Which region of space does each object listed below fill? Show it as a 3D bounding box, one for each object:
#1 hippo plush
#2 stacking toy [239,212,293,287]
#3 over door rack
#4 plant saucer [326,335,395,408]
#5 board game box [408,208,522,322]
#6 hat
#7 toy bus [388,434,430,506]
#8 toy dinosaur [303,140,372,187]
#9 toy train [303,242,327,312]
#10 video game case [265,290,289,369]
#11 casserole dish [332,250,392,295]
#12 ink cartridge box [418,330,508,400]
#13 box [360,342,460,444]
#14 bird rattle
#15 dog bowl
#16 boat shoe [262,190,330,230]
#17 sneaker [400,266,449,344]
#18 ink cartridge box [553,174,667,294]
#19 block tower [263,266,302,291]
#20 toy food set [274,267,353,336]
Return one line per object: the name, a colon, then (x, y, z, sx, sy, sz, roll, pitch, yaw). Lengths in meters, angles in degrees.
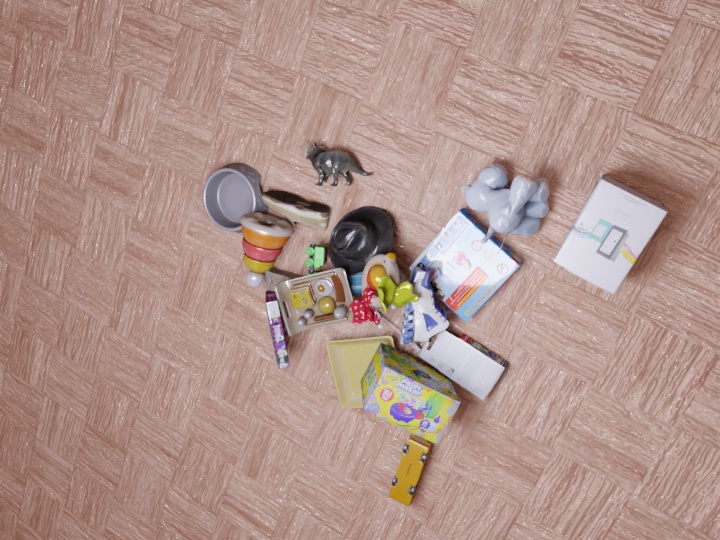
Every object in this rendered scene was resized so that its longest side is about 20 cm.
hippo plush: (0.325, -0.154, 1.444, 0.200, 0.159, 0.161, -55, 47, 8)
stacking toy: (-0.271, -0.045, 1.682, 0.146, 0.146, 0.200, 22, 108, 18)
over door rack: (0.116, 0.103, 1.609, 0.200, 0.067, 0.148, 37, 114, 12)
plant saucer: (0.022, 0.270, 1.692, 0.200, 0.048, 0.200, -8, 102, 25)
board game box: (0.255, -0.013, 1.529, 0.196, 0.056, 0.200, 44, 114, 9)
hat: (-0.018, -0.087, 1.584, 0.200, 0.081, 0.201, -13, 66, 31)
toy bus: (0.137, 0.535, 1.687, 0.065, 0.078, 0.200, 22, 109, 19)
toy dinosaur: (-0.069, -0.270, 1.604, 0.200, 0.077, 0.103, 11, 112, 24)
toy train: (-0.117, 0.026, 1.651, 0.056, 0.042, 0.201, 6, 104, 11)
video game case: (-0.228, 0.155, 1.706, 0.036, 0.200, 0.182, -11, 98, -7)
casserole dish: (0.000, 0.000, 1.620, 0.200, 0.039, 0.121, -6, 76, 33)
ink cartridge box: (0.258, 0.225, 1.584, 0.200, 0.050, 0.109, 33, 113, 15)
box: (0.117, 0.296, 1.539, 0.200, 0.193, 0.122, 26, 98, -6)
bird rattle: (0.050, 0.044, 1.513, 0.200, 0.112, 0.163, -30, 58, 59)
dog bowl: (-0.355, -0.200, 1.753, 0.200, 0.059, 0.201, 5, 103, 22)
boat shoe: (-0.179, -0.155, 1.684, 0.200, 0.072, 0.076, 22, 125, 19)
sneaker: (0.166, 0.091, 1.532, 0.115, 0.081, 0.200, 8, 106, -3)
ink cartridge box: (0.533, -0.081, 1.343, 0.146, 0.147, 0.200, 31, 112, 14)
block tower: (-0.175, 0.044, 1.730, 0.200, 0.054, 0.058, 18, 107, 19)
toy food set: (-0.112, 0.084, 1.607, 0.200, 0.060, 0.144, -13, 102, 16)
